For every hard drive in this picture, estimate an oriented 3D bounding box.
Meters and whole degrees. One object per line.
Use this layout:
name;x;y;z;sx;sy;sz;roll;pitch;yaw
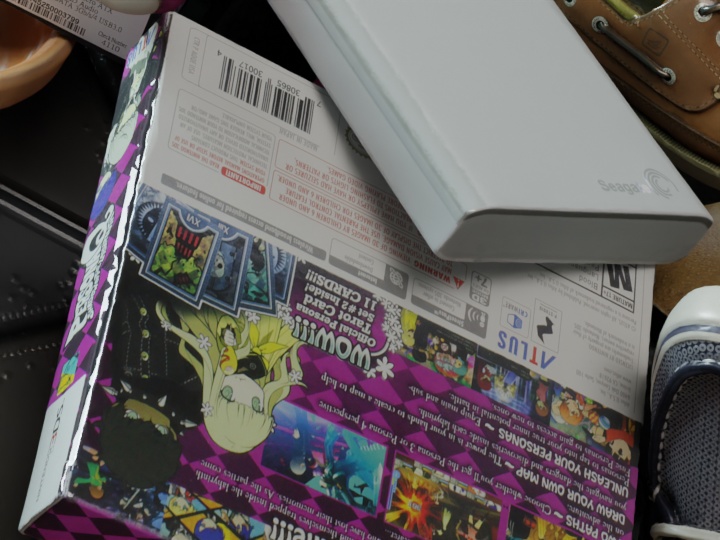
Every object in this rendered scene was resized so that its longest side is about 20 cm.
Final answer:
hard drive;0.024;-0.085;0.972;0.131;0.026;0.201;1;47;-47

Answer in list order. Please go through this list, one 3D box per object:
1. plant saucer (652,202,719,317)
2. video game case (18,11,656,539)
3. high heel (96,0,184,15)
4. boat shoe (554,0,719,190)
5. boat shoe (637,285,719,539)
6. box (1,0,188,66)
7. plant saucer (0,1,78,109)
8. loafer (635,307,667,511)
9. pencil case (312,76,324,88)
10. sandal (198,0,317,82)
plant saucer;0.187;0.026;1.040;0.199;0.036;0.200;28;13;-7
video game case;0.001;0.036;0.902;0.199;0.036;0.182;25;53;-23
high heel;-0.067;-0.151;0.919;0.095;0.068;0.200;-17;38;-16
boat shoe;0.128;-0.089;1.090;0.199;0.068;0.072;26;49;18
boat shoe;0.121;0.103;0.938;0.074;0.201;0.093;12;50;27
box;-0.130;-0.174;1.019;0.198;0.050;0.200;29;33;-2
plant saucer;-0.192;-0.106;0.957;0.199;0.038;0.201;21;30;-13
loafer;0.122;0.049;1.050;0.199;0.073;0.073;26;36;-20
pencil case;0.000;0.000;0.998;0.093;0.091;0.201;8;50;20
sandal;-0.014;-0.117;1.086;0.048;0.076;0.200;18;42;27
